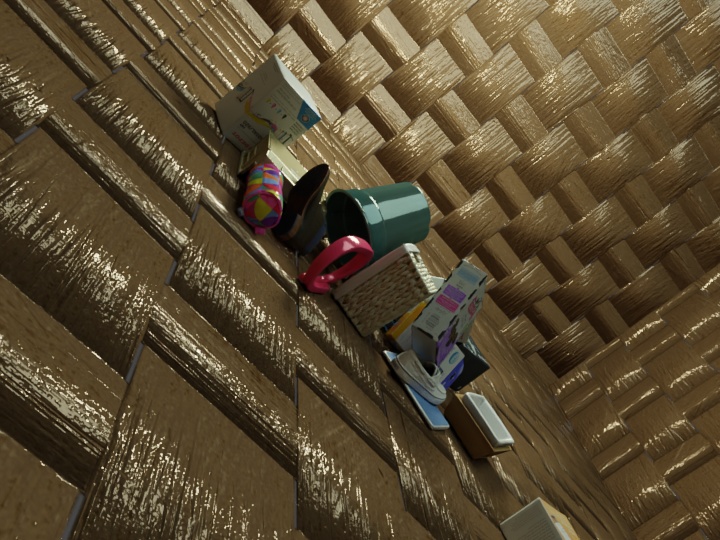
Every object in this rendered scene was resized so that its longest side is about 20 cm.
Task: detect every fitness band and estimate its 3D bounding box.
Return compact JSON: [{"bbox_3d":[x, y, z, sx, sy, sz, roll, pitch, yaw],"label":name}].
[{"bbox_3d":[-0.046,-0.010,1.462,0.038,0.143,0.200,55,12,14],"label":"fitness band"}]

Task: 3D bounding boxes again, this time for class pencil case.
[{"bbox_3d":[-0.196,-0.149,1.462,0.088,0.088,0.200,47,15,-22],"label":"pencil case"}]

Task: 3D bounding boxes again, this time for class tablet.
[{"bbox_3d":[0.123,0.266,1.616,0.201,0.014,0.130,56,12,23],"label":"tablet"}]

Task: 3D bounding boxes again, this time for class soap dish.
[{"bbox_3d":[0.284,0.376,1.747,0.158,0.081,0.200,57,12,23],"label":"soap dish"}]

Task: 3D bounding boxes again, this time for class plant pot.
[{"bbox_3d":[0.046,-0.115,1.707,0.200,0.195,0.202,35,-46,46],"label":"plant pot"}]

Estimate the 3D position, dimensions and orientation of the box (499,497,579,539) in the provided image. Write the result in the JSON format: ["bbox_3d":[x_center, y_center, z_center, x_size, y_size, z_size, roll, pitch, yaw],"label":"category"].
[{"bbox_3d":[0.395,0.589,1.464,0.152,0.106,0.201,41,15,-44],"label":"box"}]

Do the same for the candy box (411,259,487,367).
[{"bbox_3d":[0.198,0.101,1.632,0.071,0.200,0.168,32,-22,20],"label":"candy box"}]

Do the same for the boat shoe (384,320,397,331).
[{"bbox_3d":[0.129,0.170,1.796,0.200,0.069,0.084,45,13,-31],"label":"boat shoe"}]

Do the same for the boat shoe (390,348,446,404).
[{"bbox_3d":[0.146,0.234,1.606,0.200,0.065,0.074,39,16,-46],"label":"boat shoe"}]

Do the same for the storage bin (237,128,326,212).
[{"bbox_3d":[-0.176,-0.198,1.661,0.200,0.094,0.199,48,13,-22],"label":"storage bin"}]

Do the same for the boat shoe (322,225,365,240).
[{"bbox_3d":[-0.084,-0.110,1.804,0.199,0.070,0.071,33,-25,6],"label":"boat shoe"}]

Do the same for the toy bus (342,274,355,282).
[{"bbox_3d":[0.000,0.000,1.783,0.065,0.078,0.200,46,13,-27],"label":"toy bus"}]

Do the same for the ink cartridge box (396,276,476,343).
[{"bbox_3d":[0.188,0.093,1.816,0.147,0.198,0.083,97,4,-48],"label":"ink cartridge box"}]

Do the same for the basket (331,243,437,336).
[{"bbox_3d":[0.058,0.044,1.595,0.124,0.199,0.135,59,12,6],"label":"basket"}]

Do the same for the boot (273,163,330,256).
[{"bbox_3d":[-0.108,-0.129,1.560,0.074,0.201,0.097,14,-26,38],"label":"boot"}]

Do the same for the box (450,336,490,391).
[{"bbox_3d":[0.226,0.195,1.981,0.200,0.124,0.197,38,19,-50],"label":"box"}]

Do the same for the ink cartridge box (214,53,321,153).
[{"bbox_3d":[-0.226,-0.382,1.756,0.147,0.200,0.145,42,17,-40],"label":"ink cartridge box"}]

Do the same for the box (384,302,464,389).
[{"bbox_3d":[0.161,0.187,1.733,0.200,0.119,0.041,53,-23,-14],"label":"box"}]
